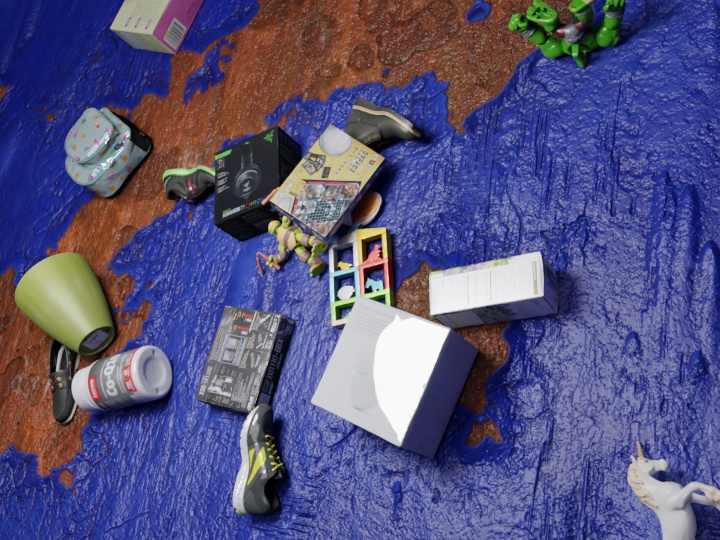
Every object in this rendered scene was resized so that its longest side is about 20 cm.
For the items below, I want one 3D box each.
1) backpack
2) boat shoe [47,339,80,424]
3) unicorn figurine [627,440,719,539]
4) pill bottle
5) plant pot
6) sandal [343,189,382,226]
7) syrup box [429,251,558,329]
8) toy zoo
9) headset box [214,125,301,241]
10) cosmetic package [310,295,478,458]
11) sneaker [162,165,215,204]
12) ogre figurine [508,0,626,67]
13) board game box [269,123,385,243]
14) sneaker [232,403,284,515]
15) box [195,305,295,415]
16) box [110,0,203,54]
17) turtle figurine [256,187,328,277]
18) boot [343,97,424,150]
[{"bbox_3d":[-0.654,-0.296,1.981,0.175,0.153,0.201,38,98,33],"label":"backpack"},{"bbox_3d":[-0.692,0.252,1.811,0.073,0.063,0.203,-17,62,24],"label":"boat shoe"},{"bbox_3d":[0.425,0.320,1.032,0.137,0.074,0.202,-14,67,40],"label":"unicorn figurine"},{"bbox_3d":[-0.509,0.235,1.664,0.199,0.114,0.115,-17,60,26],"label":"pill bottle"},{"bbox_3d":[-0.657,0.095,1.800,0.187,0.187,0.200,-48,66,6],"label":"plant pot"},{"bbox_3d":[-0.053,-0.141,1.568,0.205,0.059,0.080,14,77,36],"label":"sandal"},{"bbox_3d":[0.219,0.036,1.296,0.199,0.079,0.082,-13,62,29],"label":"syrup box"},{"bbox_3d":[0.000,0.000,1.487,0.130,0.020,0.202,-14,66,27],"label":"toy zoo"},{"bbox_3d":[-0.219,-0.191,1.679,0.173,0.093,0.202,-18,60,25],"label":"headset box"},{"bbox_3d":[0.058,0.175,1.311,0.198,0.123,0.201,19,81,38],"label":"cosmetic package"},{"bbox_3d":[-0.374,-0.195,1.808,0.199,0.076,0.085,-1,86,36],"label":"sneaker"},{"bbox_3d":[0.373,-0.428,1.380,0.199,0.120,0.099,-22,54,22],"label":"ogre figurine"},{"bbox_3d":[-0.062,-0.169,1.511,0.135,0.035,0.201,34,76,13],"label":"board game box"},{"bbox_3d":[-0.171,0.346,1.427,0.084,0.074,0.202,1,78,27],"label":"sneaker"},{"bbox_3d":[-0.228,0.177,1.545,0.157,0.050,0.202,5,72,35],"label":"box"},{"bbox_3d":[-0.552,-0.695,2.126,0.199,0.097,0.177,18,80,37],"label":"box"},{"bbox_3d":[-0.136,-0.053,1.571,0.161,0.064,0.201,35,121,30],"label":"turtle figurine"},{"bbox_3d":[0.030,-0.253,1.566,0.200,0.077,0.139,32,93,51],"label":"boot"}]
